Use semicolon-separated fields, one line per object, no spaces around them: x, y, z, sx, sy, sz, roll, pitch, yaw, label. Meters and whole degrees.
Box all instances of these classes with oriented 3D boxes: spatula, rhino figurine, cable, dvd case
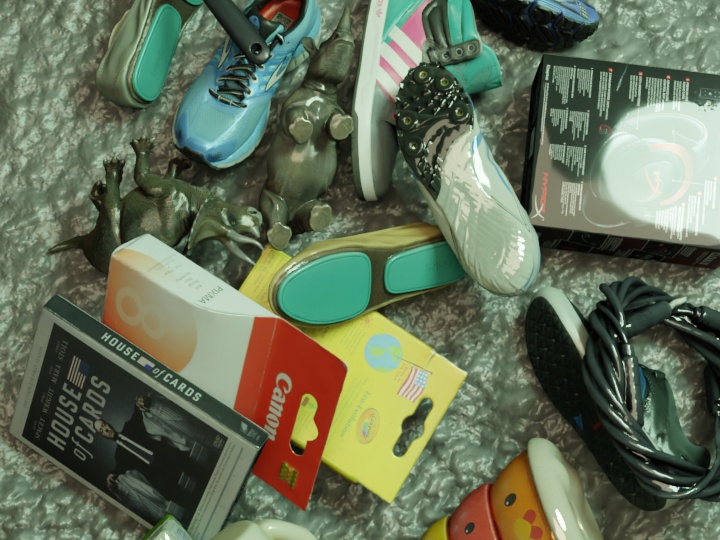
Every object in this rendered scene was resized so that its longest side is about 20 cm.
-0.131;-0.236;1.000;0.056;0.021;0.201;-36;63;-2;spatula
-0.040;-0.119;1.005;0.059;0.087;0.204;13;97;-14;rhino figurine
0.244;0.088;0.947;0.162;0.051;0.202;33;46;-11;cable
-0.179;0.128;0.957;0.198;0.151;0.025;32;37;6;dvd case

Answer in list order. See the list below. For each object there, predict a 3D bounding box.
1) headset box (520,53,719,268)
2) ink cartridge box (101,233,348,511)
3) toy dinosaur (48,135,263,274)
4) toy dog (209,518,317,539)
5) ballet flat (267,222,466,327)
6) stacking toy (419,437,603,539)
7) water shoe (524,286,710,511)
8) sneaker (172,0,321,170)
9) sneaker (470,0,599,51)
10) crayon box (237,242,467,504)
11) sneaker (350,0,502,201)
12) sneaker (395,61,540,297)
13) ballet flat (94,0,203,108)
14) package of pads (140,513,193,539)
0.238;-0.089;1.021;0.196;0.075;0.152;6;79;2;headset box
-0.116;0.090;0.936;0.198;0.164;0.050;32;38;20;ink cartridge box
-0.182;-0.040;0.988;0.197;0.077;0.104;-17;64;13;toy dinosaur
-0.094;0.294;0.860;0.192;0.139;0.203;-22;92;-39;toy dog
0.000;0.000;0.980;0.197;0.063;0.070;-9;116;-34;ballet flat
0.091;0.234;0.948;0.198;0.146;0.148;-27;79;12;stacking toy
0.208;0.099;1.000;0.078;0.072;0.202;-22;77;-32;water shoe
-0.097;-0.178;1.016;0.077;0.090;0.202;25;67;5;sneaker
0.122;-0.262;1.059;0.198;0.075;0.079;29;77;4;sneaker
-0.027;0.086;1.000;0.198;0.051;0.128;33;80;7;crayon box
0.060;-0.153;1.035;0.118;0.084;0.204;6;78;11;sneaker
0.083;-0.071;0.977;0.071;0.072;0.203;-24;82;6;sneaker
-0.175;-0.236;1.061;0.063;0.067;0.203;15;75;34;ballet flat
-0.167;0.315;0.933;0.200;0.068;0.155;-44;96;-7;package of pads
